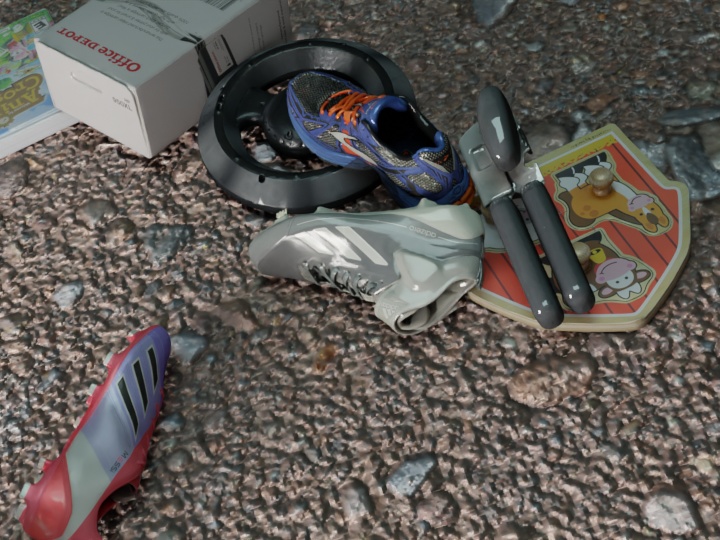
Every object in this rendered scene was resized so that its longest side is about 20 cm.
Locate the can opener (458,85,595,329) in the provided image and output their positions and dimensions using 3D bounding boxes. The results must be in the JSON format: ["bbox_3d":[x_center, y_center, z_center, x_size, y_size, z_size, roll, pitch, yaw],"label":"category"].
[{"bbox_3d":[0.121,-0.049,1.142,0.052,0.066,0.202,-27,58,12],"label":"can opener"}]

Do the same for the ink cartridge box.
[{"bbox_3d":[-0.182,-0.212,1.395,0.144,0.085,0.200,27,54,33],"label":"ink cartridge box"}]

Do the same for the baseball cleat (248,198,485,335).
[{"bbox_3d":[0.000,0.000,1.167,0.197,0.070,0.108,-10,61,22],"label":"baseball cleat"}]

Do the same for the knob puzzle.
[{"bbox_3d":[0.170,-0.029,1.169,0.216,0.031,0.221,-8,46,9],"label":"knob puzzle"}]

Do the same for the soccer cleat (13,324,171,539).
[{"bbox_3d":[-0.183,0.127,1.116,0.076,0.067,0.201,29,49,0],"label":"soccer cleat"}]

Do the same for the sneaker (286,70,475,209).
[{"bbox_3d":[0.015,-0.120,1.226,0.199,0.079,0.075,32,63,30],"label":"sneaker"}]

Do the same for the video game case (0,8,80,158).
[{"bbox_3d":[-0.375,-0.169,1.472,0.198,0.022,0.183,-26,46,-9],"label":"video game case"}]

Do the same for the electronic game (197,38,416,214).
[{"bbox_3d":[-0.047,-0.131,1.322,0.197,0.042,0.202,-5,53,6],"label":"electronic game"}]
